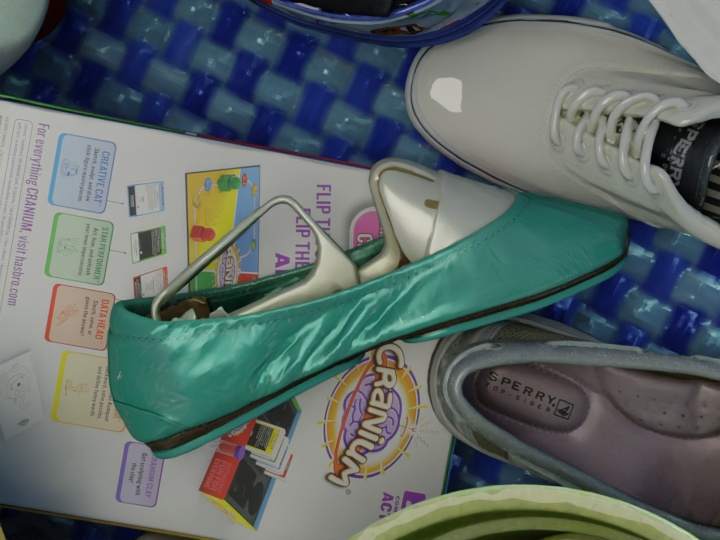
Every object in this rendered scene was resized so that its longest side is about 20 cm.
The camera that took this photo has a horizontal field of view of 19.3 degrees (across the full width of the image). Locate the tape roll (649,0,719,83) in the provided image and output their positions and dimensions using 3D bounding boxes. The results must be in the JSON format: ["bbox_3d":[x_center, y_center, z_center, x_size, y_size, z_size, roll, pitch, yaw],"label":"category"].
[{"bbox_3d":[0.187,-0.142,0.712,0.201,0.071,0.204,14,126,19],"label":"tape roll"}]

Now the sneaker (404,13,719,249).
[{"bbox_3d":[0.109,-0.052,0.784,0.198,0.071,0.074,15,94,13],"label":"sneaker"}]

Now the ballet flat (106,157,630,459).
[{"bbox_3d":[0.000,0.000,0.755,0.198,0.067,0.071,-22,105,-3],"label":"ballet flat"}]

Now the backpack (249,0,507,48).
[{"bbox_3d":[0.004,-0.181,0.769,0.199,0.154,0.192,25,88,18],"label":"backpack"}]

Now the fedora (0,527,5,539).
[{"bbox_3d":[-0.202,0.119,0.708,0.198,0.082,0.203,0,89,7],"label":"fedora"}]

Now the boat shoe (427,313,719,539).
[{"bbox_3d":[0.122,0.065,0.772,0.200,0.065,0.075,20,94,-3],"label":"boat shoe"}]

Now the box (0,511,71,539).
[{"bbox_3d":[-0.195,0.191,0.822,0.036,0.144,0.201,33,97,11],"label":"box"}]

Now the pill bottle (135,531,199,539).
[{"bbox_3d":[-0.107,0.209,0.814,0.200,0.120,0.120,-45,81,10],"label":"pill bottle"}]

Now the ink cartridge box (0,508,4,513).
[{"bbox_3d":[-0.233,0.023,0.829,0.082,0.147,0.202,-23,86,12],"label":"ink cartridge box"}]

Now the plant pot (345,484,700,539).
[{"bbox_3d":[0.070,0.165,0.737,0.198,0.184,0.203,0,91,13],"label":"plant pot"}]

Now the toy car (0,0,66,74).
[{"bbox_3d":[-0.162,-0.151,0.808,0.174,0.150,0.202,16,88,33],"label":"toy car"}]

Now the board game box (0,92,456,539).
[{"bbox_3d":[-0.057,0.025,0.807,0.198,0.040,0.155,11,93,-7],"label":"board game box"}]
